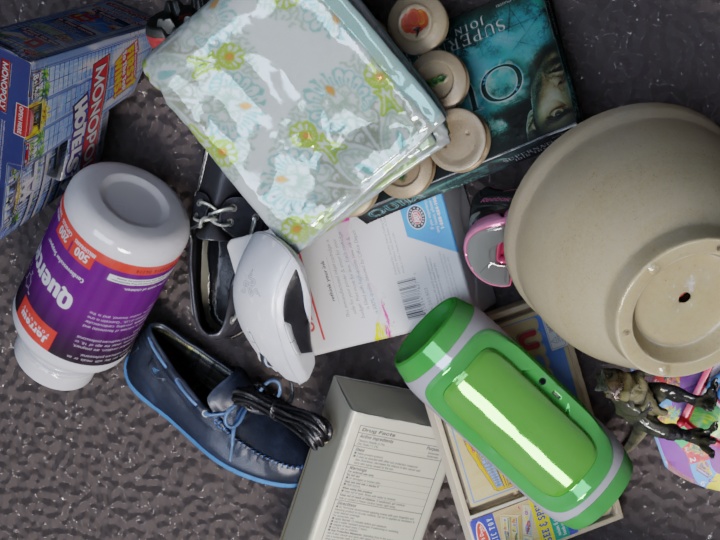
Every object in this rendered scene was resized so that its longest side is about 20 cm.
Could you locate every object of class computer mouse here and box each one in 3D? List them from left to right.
[{"bbox_3d":[-0.074,0.057,1.582,0.109,0.044,0.201,32,141,39],"label":"computer mouse"}]

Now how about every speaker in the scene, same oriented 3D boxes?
[{"bbox_3d":[0.122,0.113,1.557,0.200,0.089,0.088,43,113,-10],"label":"speaker"}]

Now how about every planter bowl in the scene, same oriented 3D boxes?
[{"bbox_3d":[0.221,-0.006,1.458,0.199,0.135,0.201,-8,123,-12],"label":"planter bowl"}]

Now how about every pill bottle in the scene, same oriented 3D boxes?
[{"bbox_3d":[-0.232,0.010,1.697,0.112,0.112,0.201,38,126,9],"label":"pill bottle"}]

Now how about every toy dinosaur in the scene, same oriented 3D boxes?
[{"bbox_3d":[0.236,0.111,1.535,0.087,0.200,0.048,7,70,17],"label":"toy dinosaur"}]

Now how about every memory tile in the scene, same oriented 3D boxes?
[{"bbox_3d":[-0.004,-0.122,1.561,0.199,0.017,0.154,-21,81,19],"label":"memory tile"}]

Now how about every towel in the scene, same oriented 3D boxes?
[{"bbox_3d":[-0.048,-0.134,1.514,0.171,0.048,0.200,-37,96,18],"label":"towel"}]

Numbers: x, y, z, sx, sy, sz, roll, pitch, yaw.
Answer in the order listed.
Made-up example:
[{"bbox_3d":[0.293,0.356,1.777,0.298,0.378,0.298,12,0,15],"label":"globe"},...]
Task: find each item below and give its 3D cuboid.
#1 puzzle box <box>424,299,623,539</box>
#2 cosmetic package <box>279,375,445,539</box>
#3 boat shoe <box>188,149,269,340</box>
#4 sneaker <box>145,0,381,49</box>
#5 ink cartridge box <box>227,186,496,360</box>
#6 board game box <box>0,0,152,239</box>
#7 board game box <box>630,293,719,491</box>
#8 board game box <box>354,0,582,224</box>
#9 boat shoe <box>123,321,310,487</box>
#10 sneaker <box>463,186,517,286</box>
[{"bbox_3d":[0.127,0.131,1.615,0.132,0.025,0.201,-19,96,-11],"label":"puzzle box"},{"bbox_3d":[0.001,0.200,1.666,0.103,0.073,0.201,13,108,-20],"label":"cosmetic package"},{"bbox_3d":[-0.113,-0.037,1.682,0.072,0.063,0.202,8,104,18],"label":"boat shoe"},{"bbox_3d":[-0.076,-0.182,1.636,0.199,0.071,0.099,-5,117,11],"label":"sneaker"},{"bbox_3d":[0.000,0.000,1.646,0.199,0.068,0.116,-14,95,22],"label":"ink cartridge box"},{"bbox_3d":[-0.250,-0.140,1.657,0.061,0.200,0.201,26,128,17],"label":"board game box"},{"bbox_3d":[0.294,0.088,1.572,0.157,0.039,0.201,-18,94,22],"label":"board game box"},{"bbox_3d":[0.073,-0.134,1.573,0.199,0.028,0.136,-22,64,19],"label":"board game box"},{"bbox_3d":[-0.122,0.117,1.705,0.199,0.084,0.069,28,127,10],"label":"boat shoe"},{"bbox_3d":[0.178,-0.041,1.569,0.198,0.096,0.080,0,120,-4],"label":"sneaker"}]
